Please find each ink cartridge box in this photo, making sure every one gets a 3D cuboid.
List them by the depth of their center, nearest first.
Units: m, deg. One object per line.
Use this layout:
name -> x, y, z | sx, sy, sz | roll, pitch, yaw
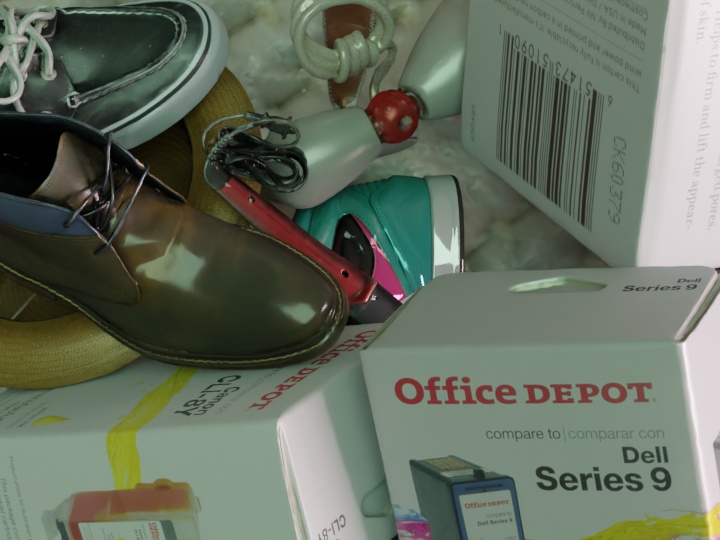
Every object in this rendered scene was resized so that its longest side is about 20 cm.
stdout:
ink cartridge box -> 0.095, 0.106, 0.792 | 0.145, 0.087, 0.201 | -2, 109, 25
ink cartridge box -> -0.078, 0.087, 0.856 | 0.199, 0.145, 0.084 | -5, 104, 29

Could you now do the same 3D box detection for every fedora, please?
fedora -> -0.134, -0.024, 0.926 | 0.200, 0.082, 0.201 | -6, 66, 12

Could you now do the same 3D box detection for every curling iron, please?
curling iron -> 0.000, 0.000, 0.876 | 0.050, 0.026, 0.200 | -41, 105, 5

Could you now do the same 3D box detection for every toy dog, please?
toy dog -> 0.030, -0.112, 0.939 | 0.199, 0.096, 0.132 | -13, 122, -24

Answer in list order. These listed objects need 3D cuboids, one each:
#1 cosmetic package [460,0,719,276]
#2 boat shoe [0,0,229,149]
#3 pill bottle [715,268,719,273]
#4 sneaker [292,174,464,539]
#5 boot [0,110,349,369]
cosmetic package -> 0.175, -0.114, 0.853 | 0.199, 0.165, 0.166 | -11, 120, -25
boat shoe -> -0.164, -0.094, 0.878 | 0.198, 0.068, 0.074 | -12, 65, 10
pill bottle -> 0.186, 0.046, 0.925 | 0.200, 0.113, 0.113 | -30, 87, -2
sneaker -> -0.010, 0.047, 0.934 | 0.120, 0.084, 0.201 | 2, 79, -6
boot -> -0.106, -0.013, 0.810 | 0.199, 0.097, 0.075 | 16, 72, 23
